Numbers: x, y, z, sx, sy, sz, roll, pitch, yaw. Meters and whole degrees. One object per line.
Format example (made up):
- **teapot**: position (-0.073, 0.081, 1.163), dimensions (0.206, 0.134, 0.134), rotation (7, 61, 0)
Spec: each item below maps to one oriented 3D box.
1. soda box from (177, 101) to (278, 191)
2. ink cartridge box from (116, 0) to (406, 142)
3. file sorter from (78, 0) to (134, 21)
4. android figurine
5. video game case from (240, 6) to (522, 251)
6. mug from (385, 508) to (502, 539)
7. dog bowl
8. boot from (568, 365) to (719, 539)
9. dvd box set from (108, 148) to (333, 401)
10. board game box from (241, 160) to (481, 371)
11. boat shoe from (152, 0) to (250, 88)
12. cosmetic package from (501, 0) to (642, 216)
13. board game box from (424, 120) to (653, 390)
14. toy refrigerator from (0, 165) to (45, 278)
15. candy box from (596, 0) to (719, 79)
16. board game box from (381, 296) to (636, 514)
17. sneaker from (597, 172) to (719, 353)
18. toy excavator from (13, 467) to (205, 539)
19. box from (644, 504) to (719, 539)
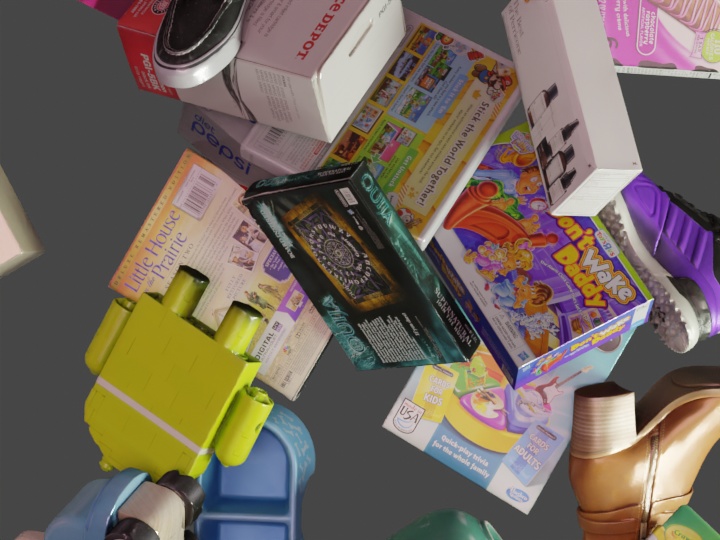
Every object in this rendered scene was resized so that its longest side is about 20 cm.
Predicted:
- **soda box**: position (-0.066, -0.093, 1.732), dimensions (0.200, 0.068, 0.063), rotation (41, 64, 8)
- **ink cartridge box**: position (-0.081, -0.205, 1.680), dimensions (0.199, 0.083, 0.147), rotation (18, 56, 25)
- **file sorter**: position (-0.226, -0.313, 1.699), dimensions (0.125, 0.200, 0.139), rotation (37, 95, 8)
- **android figurine**: position (-0.166, 0.103, 1.735), dimensions (0.181, 0.041, 0.201), rotation (30, 101, 20)
- **video game case**: position (0.024, -0.135, 1.702), dimensions (0.181, 0.023, 0.201), rotation (28, 64, 13)
- **mug**: position (0.093, 0.295, 1.694), dimensions (0.114, 0.152, 0.186), rotation (-35, 88, 4)
- **dog bowl**: position (-0.099, 0.218, 1.767), dimensions (0.111, 0.050, 0.202), rotation (2, 92, 7)
- **boot**: position (0.275, 0.168, 1.716), dimensions (0.198, 0.074, 0.156), rotation (-6, 104, -6)
- **dvd box set**: position (-0.106, 0.003, 1.772), dimensions (0.199, 0.029, 0.147), rotation (30, 94, 5)
- **board game box**: position (0.000, 0.000, 1.674), dimensions (0.135, 0.028, 0.201), rotation (-7, 126, 44)
- **boat shoe**: position (-0.119, -0.237, 1.614), dimensions (0.073, 0.068, 0.200), rotation (14, 55, 24)
- **cosmetic package**: position (0.175, -0.154, 1.668), dimensions (0.050, 0.083, 0.201), rotation (2, 63, -27)
- **board game box**: position (0.138, -0.016, 1.680), dimensions (0.134, 0.045, 0.201), rotation (-26, 66, -14)
- **toy refrigerator**: position (-0.368, -0.088, 1.781), dimensions (0.070, 0.076, 0.201), rotation (-29, 88, 7)
- **candy box**: position (0.297, -0.236, 1.704), dimensions (0.198, 0.061, 0.138), rotation (4, 91, 6)
- **board game box**: position (0.133, 0.088, 1.737), dimensions (0.150, 0.047, 0.201), rotation (30, 95, 5)
- **sneaker**: position (0.268, -0.032, 1.713), dimensions (0.099, 0.070, 0.201), rotation (-23, 75, -17)
- **toy excavator**: position (-0.245, 0.245, 1.732), dimensions (0.199, 0.100, 0.196), rotation (19, 126, 20)
- **box**: position (0.250, 0.306, 1.668), dimensions (0.117, 0.048, 0.200), rotation (44, 101, 20)
